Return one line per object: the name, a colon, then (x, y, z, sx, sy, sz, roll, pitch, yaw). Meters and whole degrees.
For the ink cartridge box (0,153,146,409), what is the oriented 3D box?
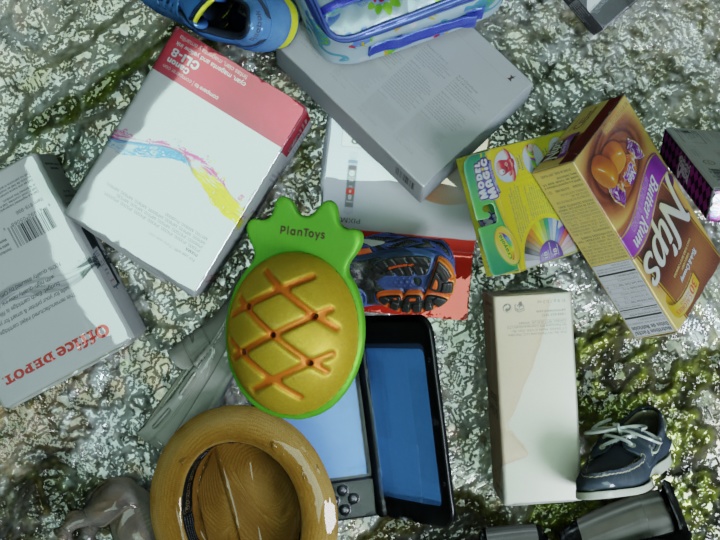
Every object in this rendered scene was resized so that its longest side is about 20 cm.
ink cartridge box: (-0.316, 0.009, 1.243, 0.146, 0.083, 0.201, -27, 93, 3)

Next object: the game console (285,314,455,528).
game console: (-0.011, 0.148, 1.246, 0.175, 0.116, 0.201, -7, 92, -2)

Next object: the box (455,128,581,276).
box: (0.166, -0.066, 1.225, 0.199, 0.048, 0.118, -17, 93, -44)

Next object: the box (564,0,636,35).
box: (0.226, -0.359, 1.272, 0.158, 0.050, 0.200, -41, 93, 0)

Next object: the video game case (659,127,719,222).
video game case: (0.389, -0.083, 1.215, 0.180, 0.200, 0.036, 7, 111, -3)

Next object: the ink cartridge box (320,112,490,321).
ink cartridge box: (0.038, -0.057, 1.275, 0.161, 0.050, 0.201, 5, 89, -2)

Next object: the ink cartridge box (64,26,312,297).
ink cartridge box: (-0.157, -0.096, 1.217, 0.144, 0.145, 0.201, 31, 90, -2)

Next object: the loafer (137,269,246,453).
loafer: (-0.152, 0.087, 1.261, 0.069, 0.070, 0.201, 24, 92, -10)

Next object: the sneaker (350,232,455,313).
sneaker: (0.000, 0.000, 1.246, 0.199, 0.078, 0.076, 4, 116, 17)

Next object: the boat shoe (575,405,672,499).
boat shoe: (0.250, 0.171, 1.223, 0.074, 0.200, 0.062, -3, 94, 32)

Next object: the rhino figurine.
rhino figurine: (-0.195, 0.281, 1.271, 0.200, 0.060, 0.088, 39, 82, -6)

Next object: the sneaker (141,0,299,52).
sneaker: (-0.152, -0.255, 1.210, 0.199, 0.078, 0.066, 26, 111, 29)

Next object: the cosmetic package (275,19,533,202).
cosmetic package: (0.040, -0.187, 1.236, 0.151, 0.052, 0.200, -43, 80, -11)

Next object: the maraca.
maraca: (-0.058, 0.035, 1.182, 0.136, 0.107, 0.201, 6, 92, 16)

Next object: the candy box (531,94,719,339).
candy box: (0.256, -0.049, 1.232, 0.200, 0.056, 0.117, 55, 51, -18)

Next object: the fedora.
fedora: (-0.102, 0.222, 1.237, 0.199, 0.082, 0.202, 2, 96, 15)

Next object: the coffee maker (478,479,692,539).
coffee maker: (0.223, 0.310, 1.224, 0.199, 0.193, 0.135, -17, 125, 6)

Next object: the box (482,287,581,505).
box: (0.166, 0.119, 1.264, 0.077, 0.095, 0.201, -3, 91, -1)

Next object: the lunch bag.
lunch bag: (0.033, -0.286, 1.199, 0.199, 0.082, 0.162, -19, 77, -7)
